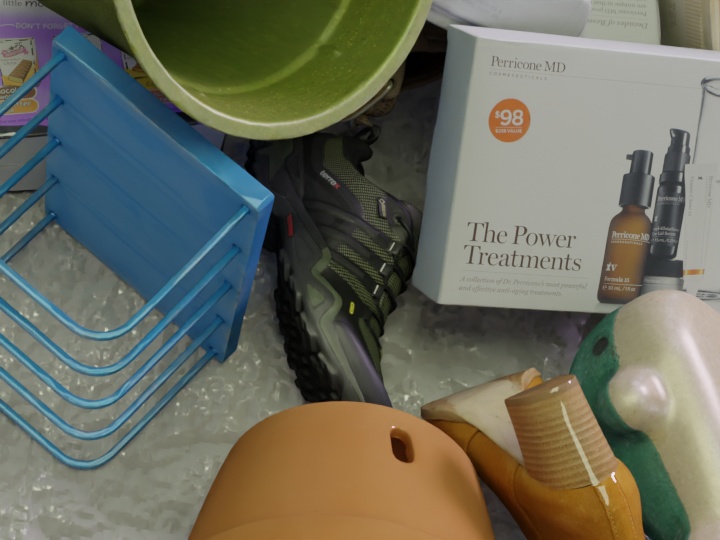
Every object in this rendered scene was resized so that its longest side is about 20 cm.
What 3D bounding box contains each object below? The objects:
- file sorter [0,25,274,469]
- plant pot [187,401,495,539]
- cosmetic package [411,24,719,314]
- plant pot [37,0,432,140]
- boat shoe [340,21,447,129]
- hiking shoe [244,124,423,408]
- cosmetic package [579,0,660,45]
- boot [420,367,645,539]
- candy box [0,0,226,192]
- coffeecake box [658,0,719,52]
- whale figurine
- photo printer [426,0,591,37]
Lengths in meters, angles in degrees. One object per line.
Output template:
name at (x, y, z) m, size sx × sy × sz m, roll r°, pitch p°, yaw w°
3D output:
file sorter at (-0.145, -0.001, 1.194) m, size 0.139 × 0.200 × 0.123 m, roll 39°, pitch 65°, yaw 9°
plant pot at (-0.010, 0.163, 1.155) m, size 0.200 × 0.200 × 0.140 m, roll 11°, pitch 44°, yaw -6°
cosmetic package at (0.138, -0.053, 1.276) m, size 0.200 × 0.052 × 0.151 m, roll 3°, pitch 101°, yaw -19°
plant pot at (-0.093, -0.179, 1.172) m, size 0.200 × 0.190 × 0.200 m, roll -10°, pitch 107°, yaw -36°
boat shoe at (-0.001, -0.120, 1.326) m, size 0.065 × 0.071 × 0.200 m, roll 51°, pitch 41°, yaw 7°
hiking shoe at (0.000, 0.000, 1.291) m, size 0.101 × 0.076 × 0.200 m, roll -12°, pitch 65°, yaw -13°
cosmetic package at (0.135, -0.158, 1.385) m, size 0.074 × 0.102 × 0.200 m, roll 2°, pitch 64°, yaw -9°
boot at (0.097, 0.129, 1.210) m, size 0.071 × 0.201 × 0.144 m, roll -21°, pitch 93°, yaw -14°
candy box at (-0.176, -0.151, 1.335) m, size 0.167 × 0.072 × 0.200 m, roll -5°, pitch 65°, yaw -14°
coffeecake box at (0.286, -0.127, 1.372) m, size 0.200 × 0.073 × 0.154 m, roll -11°, pitch 107°, yaw -17°
whale figurine at (0.170, 0.108, 1.223) m, size 0.159 × 0.104 × 0.200 m, roll 33°, pitch 37°, yaw -37°
photo printer at (0.027, -0.211, 1.315) m, size 0.166 × 0.069 × 0.200 m, roll 22°, pitch 22°, yaw -38°
